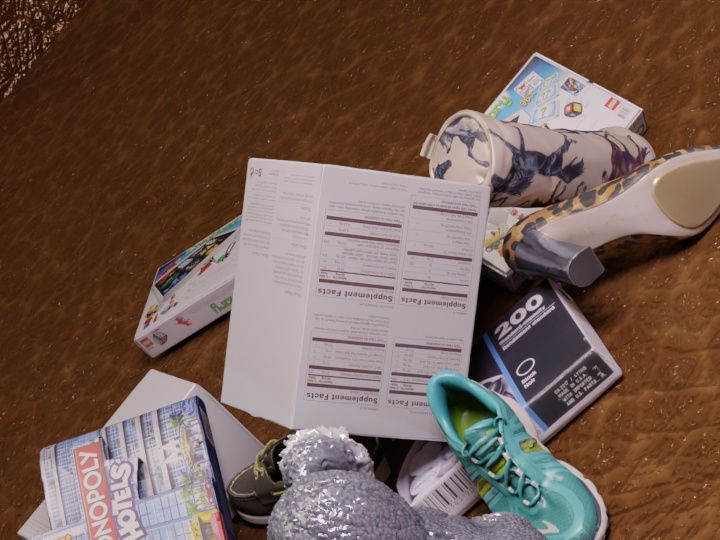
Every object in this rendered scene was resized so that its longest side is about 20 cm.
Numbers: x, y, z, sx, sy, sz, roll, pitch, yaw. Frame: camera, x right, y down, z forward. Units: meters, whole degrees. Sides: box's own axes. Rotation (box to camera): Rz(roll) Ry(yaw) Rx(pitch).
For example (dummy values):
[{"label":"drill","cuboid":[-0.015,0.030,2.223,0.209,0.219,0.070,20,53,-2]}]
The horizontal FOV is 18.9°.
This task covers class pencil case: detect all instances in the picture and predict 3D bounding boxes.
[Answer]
[{"label":"pencil case","cuboid":[0.149,-0.088,1.800,0.089,0.199,0.079,17,102,52]}]

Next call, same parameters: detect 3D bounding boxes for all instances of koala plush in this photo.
[{"label":"koala plush","cuboid":[0.018,0.204,1.476,0.184,0.200,0.178,-40,21,28]}]

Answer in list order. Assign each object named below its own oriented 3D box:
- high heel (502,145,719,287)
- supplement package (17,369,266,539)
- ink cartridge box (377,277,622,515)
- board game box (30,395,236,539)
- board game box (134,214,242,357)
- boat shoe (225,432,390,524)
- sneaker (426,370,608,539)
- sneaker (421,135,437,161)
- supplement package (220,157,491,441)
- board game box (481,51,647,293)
[{"label":"high heel","cuboid":[0.211,-0.056,1.765,0.199,0.072,0.142,-32,19,-16]},{"label":"supplement package","cuboid":[-0.194,0.206,1.970,0.200,0.117,0.117,-51,23,-14]},{"label":"ink cartridge box","cuboid":[0.102,0.098,1.752,0.198,0.043,0.200,-42,21,7]},{"label":"board game box","cuboid":[-0.211,0.220,1.841,0.198,0.062,0.201,-19,60,3]},{"label":"board game box","cuboid":[-0.153,0.002,2.345,0.199,0.035,0.127,-31,26,29]},{"label":"boat shoe","cuboid":[-0.054,0.169,1.868,0.201,0.060,0.072,-20,35,47]},{"label":"sneaker","cuboid":[0.106,0.145,1.580,0.078,0.080,0.200,-45,44,2]},{"label":"sneaker","cuboid":[0.119,-0.104,2.036,0.087,0.074,0.200,-38,24,3]},{"label":"supplement package","cuboid":[-0.006,0.021,1.705,0.152,0.149,0.202,-169,86,-65]},{"label":"board game box","cuboid":[0.146,-0.090,1.927,0.126,0.035,0.200,32,75,31]}]
